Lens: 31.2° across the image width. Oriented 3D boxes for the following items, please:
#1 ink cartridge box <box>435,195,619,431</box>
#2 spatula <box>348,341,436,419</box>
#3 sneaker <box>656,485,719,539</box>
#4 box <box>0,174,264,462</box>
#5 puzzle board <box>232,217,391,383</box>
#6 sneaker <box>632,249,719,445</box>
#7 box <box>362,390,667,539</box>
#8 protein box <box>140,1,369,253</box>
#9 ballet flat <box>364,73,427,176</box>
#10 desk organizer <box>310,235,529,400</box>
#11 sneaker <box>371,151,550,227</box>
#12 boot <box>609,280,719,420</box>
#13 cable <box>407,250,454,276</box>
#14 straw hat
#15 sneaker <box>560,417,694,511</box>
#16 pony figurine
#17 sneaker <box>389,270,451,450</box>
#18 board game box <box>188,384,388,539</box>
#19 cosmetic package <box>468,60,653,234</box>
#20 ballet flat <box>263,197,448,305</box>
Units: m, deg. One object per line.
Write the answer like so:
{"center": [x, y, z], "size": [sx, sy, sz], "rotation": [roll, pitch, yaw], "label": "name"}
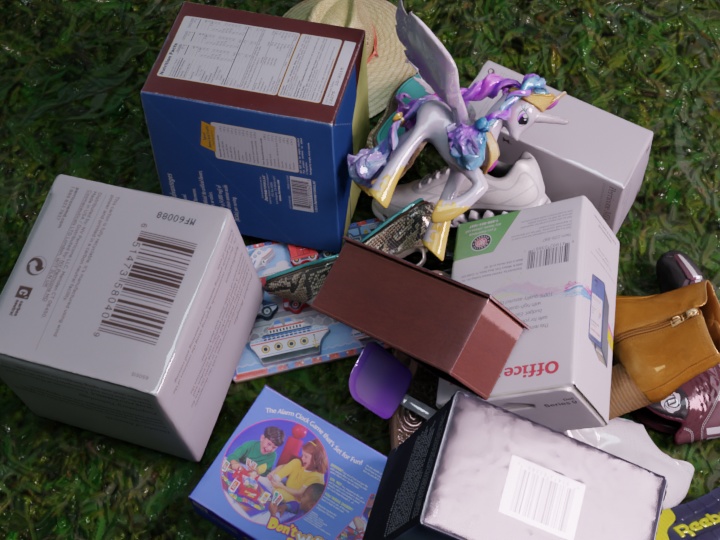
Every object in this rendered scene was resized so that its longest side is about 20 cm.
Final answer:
{"center": [0.159, 0.048, 1.218], "size": [0.144, 0.087, 0.203], "rotation": [-12, 52, 32], "label": "ink cartridge box"}
{"center": [0.073, 0.143, 1.236], "size": [0.199, 0.021, 0.057], "rotation": [34, 77, -11], "label": "spatula"}
{"center": [0.331, 0.253, 1.187], "size": [0.197, 0.083, 0.074], "rotation": [-9, 33, -22], "label": "sneaker"}
{"center": [-0.225, 0.046, 1.260], "size": [0.197, 0.172, 0.201], "rotation": [12, 64, 16], "label": "box"}
{"center": [-0.050, 0.026, 1.358], "size": [0.197, 0.017, 0.153], "rotation": [-12, 61, -3], "label": "puzzle board"}
{"center": [0.303, 0.079, 1.278], "size": [0.114, 0.076, 0.202], "rotation": [-16, 62, -2], "label": "sneaker"}
{"center": [0.124, 0.220, 1.112], "size": [0.197, 0.199, 0.125], "rotation": [23, 64, -6], "label": "box"}
{"center": [-0.102, -0.146, 1.341], "size": [0.197, 0.200, 0.136], "rotation": [11, 54, 10], "label": "protein box"}
{"center": [0.047, -0.154, 1.414], "size": [0.070, 0.066, 0.200], "rotation": [36, 40, 4], "label": "ballet flat"}
{"center": [0.050, 0.042, 1.195], "size": [0.199, 0.072, 0.078], "rotation": [23, 81, 45], "label": "desk organizer"}
{"center": [0.102, -0.086, 1.350], "size": [0.197, 0.082, 0.075], "rotation": [0, 32, 25], "label": "sneaker"}
{"center": [0.274, 0.044, 1.249], "size": [0.143, 0.071, 0.203], "rotation": [-32, 39, 21], "label": "boot"}
{"center": [0.129, -0.003, 1.356], "size": [0.197, 0.050, 0.099], "rotation": [-16, 74, 1], "label": "cable"}
{"center": [-0.026, -0.269, 1.478], "size": [0.197, 0.085, 0.204], "rotation": [-2, 61, 3], "label": "straw hat"}
{"center": [0.228, 0.163, 1.247], "size": [0.199, 0.076, 0.088], "rotation": [35, 48, 23], "label": "sneaker"}
{"center": [0.080, -0.144, 1.264], "size": [0.193, 0.166, 0.201], "rotation": [42, 92, 17], "label": "pony figurine"}
{"center": [0.063, 0.103, 1.288], "size": [0.069, 0.075, 0.203], "rotation": [11, 82, -14], "label": "sneaker"}
{"center": [-0.045, 0.219, 1.236], "size": [0.198, 0.045, 0.135], "rotation": [28, 66, 17], "label": "board game box"}
{"center": [0.202, -0.127, 1.374], "size": [0.198, 0.113, 0.082], "rotation": [27, 66, 19], "label": "cosmetic package"}
{"center": [0.000, 0.000, 1.318], "size": [0.198, 0.068, 0.076], "rotation": [-27, 84, 3], "label": "ballet flat"}
